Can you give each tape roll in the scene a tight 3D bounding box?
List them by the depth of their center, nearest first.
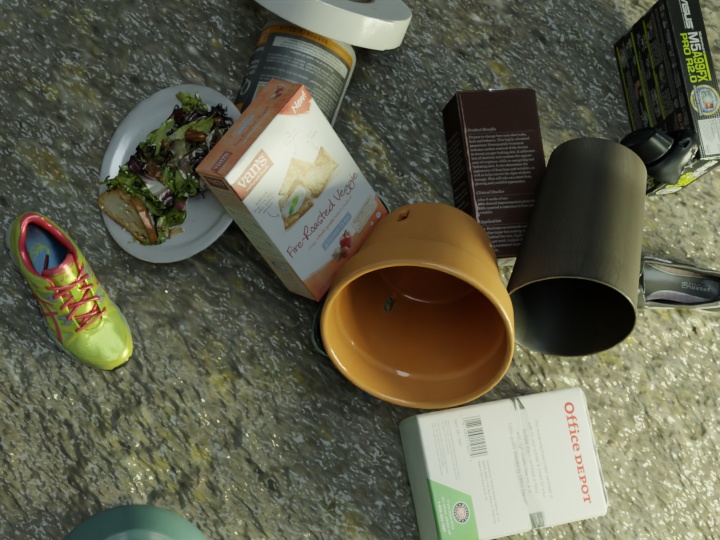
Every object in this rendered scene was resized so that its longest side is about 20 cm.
[{"bbox_3d":[-0.038,-0.308,1.553,0.201,0.203,0.037,21,114,-8],"label":"tape roll"}]

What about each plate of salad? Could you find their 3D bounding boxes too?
[{"bbox_3d":[-0.208,-0.109,1.490,0.198,0.048,0.202,-7,74,26],"label":"plate of salad"}]

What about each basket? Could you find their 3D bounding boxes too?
[{"bbox_3d":[0.240,-0.031,1.498,0.135,0.180,0.202,25,58,-13],"label":"basket"}]

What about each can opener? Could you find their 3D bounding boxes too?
[{"bbox_3d":[0.323,-0.132,1.585,0.079,0.200,0.063,45,77,-8],"label":"can opener"}]

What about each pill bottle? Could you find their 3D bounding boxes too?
[{"bbox_3d":[-0.086,-0.172,1.543,0.115,0.116,0.202,22,75,-7],"label":"pill bottle"}]

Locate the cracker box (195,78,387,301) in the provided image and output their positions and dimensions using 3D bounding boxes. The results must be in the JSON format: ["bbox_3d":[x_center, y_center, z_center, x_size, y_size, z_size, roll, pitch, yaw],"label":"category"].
[{"bbox_3d":[-0.068,-0.083,1.458,0.134,0.057,0.200,-52,131,-19],"label":"cracker box"}]

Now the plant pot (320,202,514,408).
[{"bbox_3d":[0.067,0.025,1.439,0.198,0.201,0.141,23,40,-7],"label":"plant pot"}]

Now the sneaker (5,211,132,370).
[{"bbox_3d":[-0.312,0.021,1.464,0.078,0.090,0.201,-38,89,-19],"label":"sneaker"}]

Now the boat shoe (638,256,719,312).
[{"bbox_3d":[0.357,0.014,1.633,0.198,0.057,0.068,5,77,-12],"label":"boat shoe"}]

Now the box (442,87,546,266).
[{"bbox_3d":[0.161,-0.106,1.609,0.099,0.075,0.202,-4,80,-13],"label":"box"}]

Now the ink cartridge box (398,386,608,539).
[{"bbox_3d":[0.158,0.219,1.529,0.198,0.084,0.148,-8,80,-15],"label":"ink cartridge box"}]

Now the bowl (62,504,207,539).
[{"bbox_3d":[-0.229,0.338,1.406,0.198,0.105,0.203,3,76,-12],"label":"bowl"}]

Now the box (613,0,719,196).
[{"bbox_3d":[0.367,-0.206,1.631,0.044,0.160,0.202,-7,79,-12],"label":"box"}]

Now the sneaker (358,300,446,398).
[{"bbox_3d":[0.071,0.070,1.557,0.199,0.079,0.066,-37,58,-21],"label":"sneaker"}]

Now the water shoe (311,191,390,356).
[{"bbox_3d":[0.000,0.000,1.544,0.071,0.079,0.202,16,75,-9],"label":"water shoe"}]
